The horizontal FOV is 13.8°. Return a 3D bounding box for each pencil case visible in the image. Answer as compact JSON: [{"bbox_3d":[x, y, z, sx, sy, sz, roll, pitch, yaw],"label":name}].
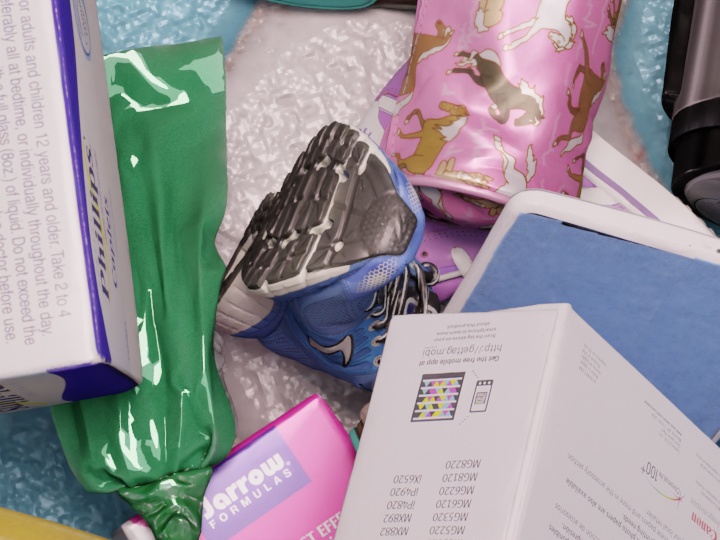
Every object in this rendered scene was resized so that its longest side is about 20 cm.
[{"bbox_3d":[0.063,-0.113,1.227,0.083,0.086,0.202,19,77,-52],"label":"pencil case"}]

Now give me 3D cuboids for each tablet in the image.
[{"bbox_3d":[0.089,0.041,1.178,0.129,0.200,0.014,16,53,-10],"label":"tablet"}]

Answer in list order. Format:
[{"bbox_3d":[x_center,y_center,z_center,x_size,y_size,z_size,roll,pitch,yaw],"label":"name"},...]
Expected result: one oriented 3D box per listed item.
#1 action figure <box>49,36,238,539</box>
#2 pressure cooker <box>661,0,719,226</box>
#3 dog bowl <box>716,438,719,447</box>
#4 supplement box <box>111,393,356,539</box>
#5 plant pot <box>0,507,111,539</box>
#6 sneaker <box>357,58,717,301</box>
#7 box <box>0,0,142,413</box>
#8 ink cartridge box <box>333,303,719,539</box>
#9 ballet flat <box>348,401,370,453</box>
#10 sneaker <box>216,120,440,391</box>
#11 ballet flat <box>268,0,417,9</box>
[{"bbox_3d":[-0.092,0.015,1.178,0.117,0.055,0.201,-12,75,1],"label":"action figure"},{"bbox_3d":[0.219,-0.079,1.258,0.175,0.179,0.202,13,80,-10],"label":"pressure cooker"},{"bbox_3d":[0.119,0.058,1.261,0.199,0.112,0.050,13,61,-7],"label":"dog bowl"},{"bbox_3d":[-0.008,0.162,1.226,0.101,0.103,0.201,-34,87,-9],"label":"supplement box"},{"bbox_3d":[-0.129,0.173,0.967,0.176,0.200,0.201,28,78,8],"label":"plant pot"},{"bbox_3d":[0.078,-0.004,1.284,0.200,0.073,0.114,41,82,8],"label":"sneaker"},{"bbox_3d":[-0.194,-0.032,1.119,0.198,0.105,0.185,-9,80,4],"label":"box"},{"bbox_3d":[0.075,0.137,1.102,0.200,0.083,0.177,42,54,-43],"label":"ink cartridge box"},{"bbox_3d":[0.067,0.109,1.212,0.067,0.200,0.068,-35,45,1],"label":"ballet flat"},{"bbox_3d":[0.000,0.000,1.200,0.089,0.200,0.079,28,77,-7],"label":"sneaker"},{"bbox_3d":[0.019,-0.148,1.302,0.198,0.068,0.064,8,54,-9],"label":"ballet flat"}]
